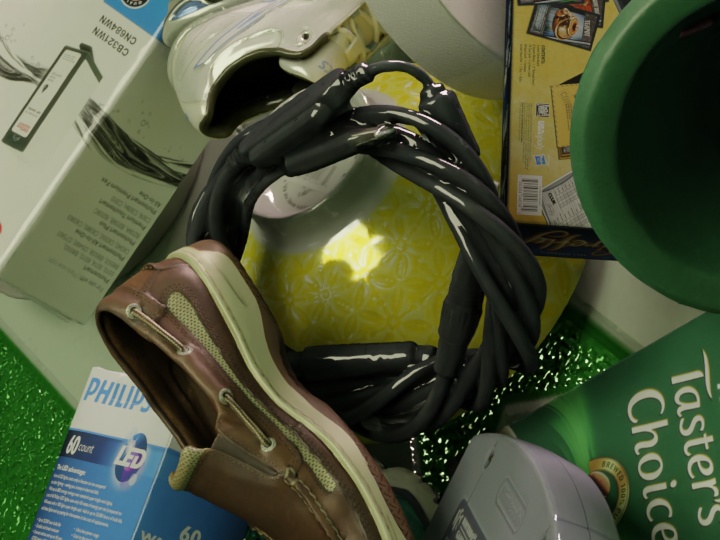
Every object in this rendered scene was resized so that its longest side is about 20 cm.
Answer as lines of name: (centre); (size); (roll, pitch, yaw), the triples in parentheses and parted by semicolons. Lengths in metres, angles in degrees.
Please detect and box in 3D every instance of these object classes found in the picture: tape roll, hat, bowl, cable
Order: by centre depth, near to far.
hat: (0.182, -0.093, 1.232); (0.199, 0.167, 0.176); (-13, 23, 3)
cable: (0.000, 0.000, 1.260); (0.200, 0.164, 0.051); (-34, 5, 43)
tape roll: (0.052, -0.181, 1.333); (0.037, 0.202, 0.204); (-21, 58, 36)
bowl: (0.003, -0.029, 1.354); (0.199, 0.108, 0.201); (-24, 45, 26)

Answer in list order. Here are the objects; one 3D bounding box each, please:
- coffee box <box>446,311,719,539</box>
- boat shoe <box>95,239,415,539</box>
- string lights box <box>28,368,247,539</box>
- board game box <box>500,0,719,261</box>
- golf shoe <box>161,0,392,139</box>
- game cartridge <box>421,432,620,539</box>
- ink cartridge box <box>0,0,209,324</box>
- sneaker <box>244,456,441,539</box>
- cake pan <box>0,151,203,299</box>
coffee box: (0.128, 0.099, 1.237); (0.200, 0.044, 0.124); (-31, 52, 34)
boat shoe: (-0.050, 0.084, 1.224); (0.203, 0.075, 0.075); (55, 149, 23)
string lights box: (-0.117, 0.151, 1.318); (0.103, 0.059, 0.201); (5, 72, 58)
board game box: (0.132, -0.101, 1.269); (0.035, 0.135, 0.201); (97, 177, -67)
golf shoe: (-0.005, -0.124, 1.431); (0.199, 0.078, 0.098); (-26, 38, 14)
game cartridge: (0.057, 0.142, 1.165); (0.200, 0.041, 0.134); (-119, 50, -75)
ink cartridge box: (-0.162, -0.094, 1.545); (0.146, 0.084, 0.201); (35, 91, 38)
sneaker: (-0.019, 0.127, 1.347); (0.200, 0.079, 0.078); (32, 120, 53)
cake pan: (-0.157, -0.074, 1.637); (0.200, 0.037, 0.201); (-23, 56, 40)
